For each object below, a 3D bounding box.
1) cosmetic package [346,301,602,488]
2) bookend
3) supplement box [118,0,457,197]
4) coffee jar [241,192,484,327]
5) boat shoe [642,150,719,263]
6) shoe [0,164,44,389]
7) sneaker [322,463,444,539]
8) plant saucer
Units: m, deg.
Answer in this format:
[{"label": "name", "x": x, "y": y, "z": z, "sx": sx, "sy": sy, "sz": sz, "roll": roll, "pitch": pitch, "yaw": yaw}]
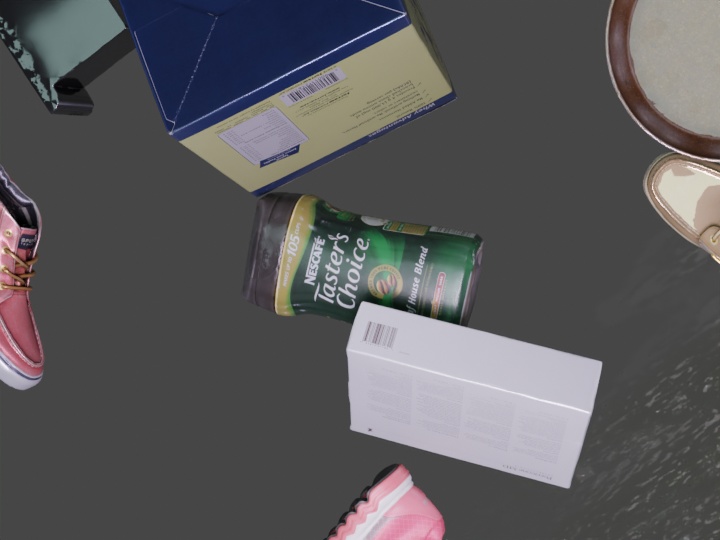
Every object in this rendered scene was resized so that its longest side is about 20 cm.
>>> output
[{"label": "cosmetic package", "x": 0.089, "y": 0.105, "z": 1.117, "sx": 0.197, "sy": 0.152, "sz": 0.052, "roll": 14, "pitch": 58, "yaw": 9}, {"label": "bookend", "x": -0.231, "y": -0.274, "z": 1.169, "sx": 0.199, "sy": 0.092, "sz": 0.200, "roll": -35, "pitch": 89, "yaw": 11}, {"label": "supplement box", "x": -0.052, "y": -0.179, "z": 1.073, "sx": 0.198, "sy": 0.200, "sz": 0.136, "roll": -25, "pitch": 75, "yaw": 9}, {"label": "coffee jar", "x": 0.000, "y": 0.000, "z": 1.154, "sx": 0.197, "sy": 0.085, "sz": 0.106, "roll": 13, "pitch": 102, "yaw": 9}, {"label": "boat shoe", "x": 0.318, "y": -0.030, "z": 1.100, "sx": 0.199, "sy": 0.069, "sz": 0.074, "roll": 34, "pitch": 100, "yaw": 6}, {"label": "shoe", "x": -0.320, "y": 0.001, "z": 1.221, "sx": 0.090, "sy": 0.071, "sz": 0.202, "roll": -31, "pitch": 84, "yaw": 17}, {"label": "sneaker", "x": -0.004, "y": 0.268, "z": 1.187, "sx": 0.087, "sy": 0.074, "sz": 0.201, "roll": 41, "pitch": 101, "yaw": 3}, {"label": "plant saucer", "x": 0.299, "y": -0.190, "z": 1.108, "sx": 0.197, "sy": 0.034, "sz": 0.204, "roll": 1, "pitch": 94, "yaw": 11}]
